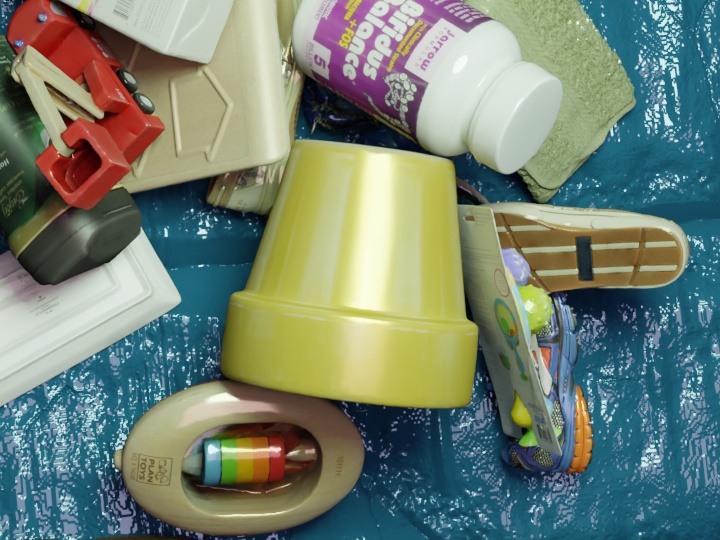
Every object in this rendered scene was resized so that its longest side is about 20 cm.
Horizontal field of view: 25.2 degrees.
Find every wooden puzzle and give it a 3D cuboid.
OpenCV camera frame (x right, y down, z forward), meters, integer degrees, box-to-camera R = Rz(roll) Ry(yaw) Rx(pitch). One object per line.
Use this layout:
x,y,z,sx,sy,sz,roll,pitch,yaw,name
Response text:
-0.151,-0.160,1.294,0.199,0.046,0.186,-9,84,24,wooden puzzle

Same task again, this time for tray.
-0.254,0.028,1.298,0.200,0.022,0.108,-30,91,-14,tray

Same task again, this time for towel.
0.149,-0.170,1.369,0.149,0.036,0.200,-51,121,-14,towel

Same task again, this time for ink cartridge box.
-0.189,-0.255,1.251,0.200,0.067,0.117,30,104,23,ink cartridge box

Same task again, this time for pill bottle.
0.053,-0.158,1.241,0.200,0.112,0.112,33,77,25,pill bottle

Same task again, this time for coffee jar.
-0.261,-0.084,1.251,0.085,0.104,0.200,-40,85,26,coffee jar

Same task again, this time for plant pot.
0.000,0.000,1.257,0.200,0.201,0.190,8,91,-12,plant pot

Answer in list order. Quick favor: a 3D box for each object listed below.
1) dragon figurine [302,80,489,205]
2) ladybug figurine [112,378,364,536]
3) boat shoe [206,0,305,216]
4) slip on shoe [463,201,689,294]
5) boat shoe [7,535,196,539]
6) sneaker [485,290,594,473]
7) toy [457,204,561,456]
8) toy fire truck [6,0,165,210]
0.031,-0.097,1.356,0.099,0.059,0.200,-35,96,-13,dragon figurine
-0.098,0.143,1.287,0.199,0.072,0.136,3,112,-16,ladybug figurine
-0.084,-0.147,1.327,0.062,0.073,0.201,8,84,-15,boat shoe
0.170,-0.022,1.323,0.199,0.061,0.076,-1,105,16,slip on shoe
-0.200,0.254,1.272,0.201,0.075,0.075,2,98,-7,boat shoe
0.143,0.078,1.362,0.078,0.075,0.201,-10,86,-10,sneaker
0.125,0.040,1.280,0.047,0.115,0.201,-16,98,-16,toy
-0.220,-0.134,1.221,0.049,0.141,0.200,-42,72,18,toy fire truck
